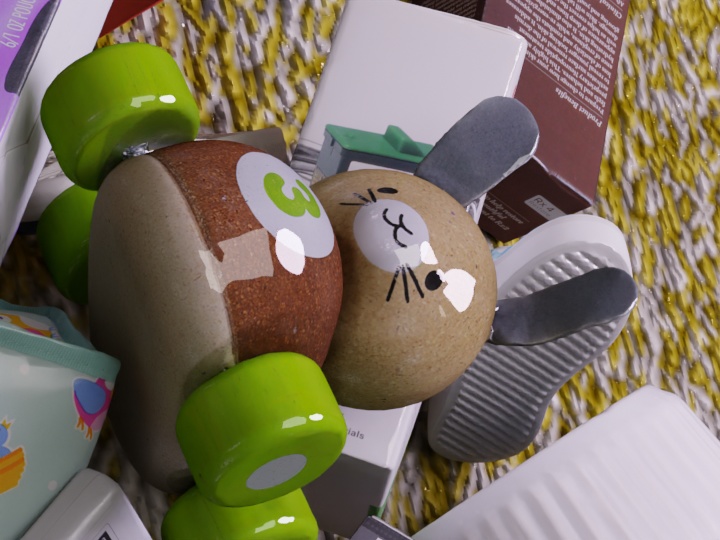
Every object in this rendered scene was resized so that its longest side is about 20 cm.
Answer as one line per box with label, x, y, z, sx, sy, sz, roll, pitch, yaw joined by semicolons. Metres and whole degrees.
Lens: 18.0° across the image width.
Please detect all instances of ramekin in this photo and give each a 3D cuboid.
ramekin;0.091;0.133;1.032;0.202;0.202;0.095;-27;80;-46

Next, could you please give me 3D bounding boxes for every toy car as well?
toy car;0.000;0.000;0.846;0.199;0.158;0.165;-17;63;-19

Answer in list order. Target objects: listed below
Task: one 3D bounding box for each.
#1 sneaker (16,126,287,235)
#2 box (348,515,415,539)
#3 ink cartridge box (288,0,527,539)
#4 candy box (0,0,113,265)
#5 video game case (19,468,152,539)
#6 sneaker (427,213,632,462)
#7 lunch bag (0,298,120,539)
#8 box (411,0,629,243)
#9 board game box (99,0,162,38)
sneaker;-0.085;-0.014;0.984;0.200;0.074;0.085;-14;100;-62
box;0.043;0.204;0.847;0.199;0.044;0.160;29;51;12
ink cartridge box;0.001;0.000;0.992;0.084;0.146;0.201;17;71;2
candy box;-0.204;-0.108;0.863;0.199;0.072;0.169;14;56;4
video game case;-0.124;0.197;0.813;0.200;0.022;0.183;-50;141;-23
sneaker;0.070;0.014;1.070;0.073;0.200;0.082;6;59;-16
lunch bag;-0.208;0.067;0.793;0.199;0.122;0.171;21;94;-28
box;0.083;-0.128;1.215;0.100;0.075;0.201;35;50;-28
board game box;-0.027;-0.186;1.043;0.153;0.199;0.040;-39;100;-44
